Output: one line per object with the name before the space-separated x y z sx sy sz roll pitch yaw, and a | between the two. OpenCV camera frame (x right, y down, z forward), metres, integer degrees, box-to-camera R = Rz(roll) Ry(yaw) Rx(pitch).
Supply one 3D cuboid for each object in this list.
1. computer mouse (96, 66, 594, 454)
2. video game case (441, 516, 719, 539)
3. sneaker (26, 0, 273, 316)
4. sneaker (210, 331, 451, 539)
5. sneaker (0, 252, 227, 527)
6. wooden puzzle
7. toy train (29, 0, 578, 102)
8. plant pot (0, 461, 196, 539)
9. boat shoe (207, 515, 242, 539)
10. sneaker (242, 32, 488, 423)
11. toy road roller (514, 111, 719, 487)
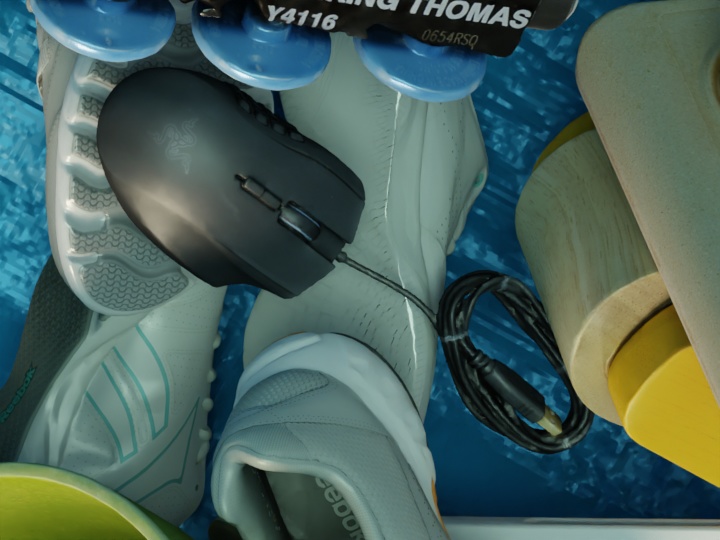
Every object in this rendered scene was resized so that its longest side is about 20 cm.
computer mouse | 0.000 0.000 0.845 0.199 0.034 0.059 32 85 -17
video game case | 0.104 0.154 0.863 0.199 0.018 0.144 -2 95 26
sneaker | -0.077 -0.083 0.885 0.074 0.082 0.201 9 81 -30
sneaker | 0.015 0.120 0.826 0.076 0.092 0.200 -36 96 25
sneaker | -0.085 0.044 0.932 0.080 0.070 0.201 29 93 -32
wooden puzzle | 0.187 -0.033 0.803 0.199 0.186 0.046 -11 142 -11
toy train | -0.027 -0.119 0.809 0.199 0.115 0.087 5 137 -22
plant pot | -0.069 0.175 0.875 0.186 0.200 0.188 -9 72 29
boat shoe | 0.042 0.125 0.951 0.200 0.072 0.066 28 71 4
sneaker | 0.013 -0.013 0.918 0.075 0.088 0.201 12 103 30
toy road roller | 0.166 -0.002 0.870 0.199 0.123 0.146 25 119 -30
